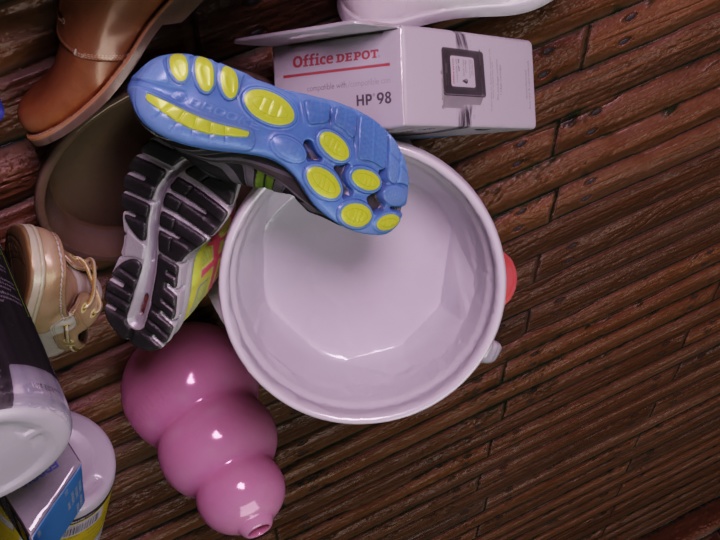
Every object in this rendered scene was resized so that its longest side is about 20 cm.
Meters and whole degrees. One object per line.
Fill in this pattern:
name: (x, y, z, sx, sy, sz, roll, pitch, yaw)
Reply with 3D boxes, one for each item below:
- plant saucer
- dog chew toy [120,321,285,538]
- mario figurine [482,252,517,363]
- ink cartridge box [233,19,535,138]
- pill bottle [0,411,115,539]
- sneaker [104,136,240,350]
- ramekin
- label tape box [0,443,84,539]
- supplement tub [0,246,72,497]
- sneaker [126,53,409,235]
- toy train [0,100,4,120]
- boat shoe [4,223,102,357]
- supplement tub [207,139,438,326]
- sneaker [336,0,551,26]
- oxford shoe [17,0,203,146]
plant saucer: (-0.143, -0.080, 0.922, 0.200, 0.029, 0.200, -23, 151, -13)
dog chew toy: (-0.131, 0.144, 1.120, 0.124, 0.200, 0.125, -23, 152, -13)
mario figurine: (0.092, 0.019, 1.176, 0.106, 0.123, 0.200, -43, -175, -20)
ink cartridge box: (0.020, -0.127, 0.880, 0.116, 0.067, 0.200, 0, -176, 40)
pill bottle: (-0.295, 0.225, 1.191, 0.111, 0.111, 0.200, -14, 148, -29)
sneaker: (-0.124, -0.040, 0.916, 0.090, 0.078, 0.200, -43, 165, -56)
ramekin: (0.000, 0.000, 0.916, 0.200, 0.200, 0.105, -33, -169, 5)
label tape box: (-0.256, 0.153, 0.978, 0.063, 0.200, 0.144, -31, 168, -21)
supplement tub: (-0.272, 0.042, 0.810, 0.122, 0.200, 0.123, -23, 151, -14)
sneaker: (-0.055, -0.083, 0.810, 0.199, 0.083, 0.071, 23, 87, -22)
toy train: (-0.314, -0.073, 0.716, 0.200, 0.085, 0.116, -33, 142, 5)
boat shoe: (-0.222, 0.015, 0.925, 0.066, 0.074, 0.200, -6, 166, -18)
supplement tub: (-0.015, -0.008, 1.041, 0.200, 0.145, 0.145, -33, 153, 4)
sneaker: (0.082, -0.220, 0.862, 0.200, 0.073, 0.085, -21, 154, -16)
oxford shoe: (-0.157, -0.155, 0.766, 0.071, 0.071, 0.200, 32, 121, -27)
